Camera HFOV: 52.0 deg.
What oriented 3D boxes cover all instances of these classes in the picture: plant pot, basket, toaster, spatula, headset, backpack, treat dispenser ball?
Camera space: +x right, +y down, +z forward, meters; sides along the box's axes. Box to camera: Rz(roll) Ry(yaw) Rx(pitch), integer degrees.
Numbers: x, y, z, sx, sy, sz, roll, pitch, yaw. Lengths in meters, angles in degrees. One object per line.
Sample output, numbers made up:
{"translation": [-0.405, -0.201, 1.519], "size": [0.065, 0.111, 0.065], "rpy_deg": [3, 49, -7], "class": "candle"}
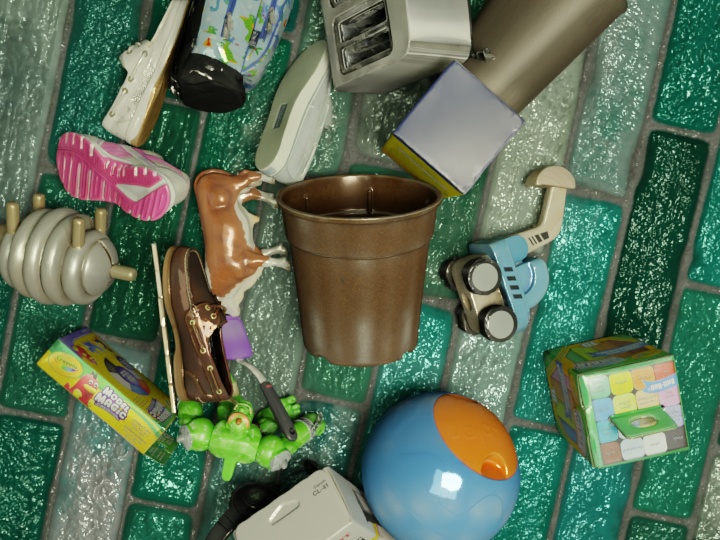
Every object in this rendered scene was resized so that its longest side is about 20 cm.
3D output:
{"translation": [0.000, 0.000, 0.918], "size": [0.200, 0.200, 0.199], "rpy_deg": [-2, 111, -2], "class": "plant pot"}
{"translation": [0.205, -0.293, 0.937], "size": [0.136, 0.180, 0.200], "rpy_deg": [32, 102, -37], "class": "basket"}
{"translation": [0.041, -0.320, 0.894], "size": [0.118, 0.200, 0.181], "rpy_deg": [-12, 95, -39], "class": "toaster"}
{"translation": [-0.135, 0.138, 0.954], "size": [0.200, 0.056, 0.021], "rpy_deg": [52, 120, 28], "class": "spatula"}
{"translation": [-0.121, 0.332, 0.973], "size": [0.094, 0.124, 0.200], "rpy_deg": [31, 64, 29], "class": "headset"}
{"translation": [-0.157, -0.310, 0.924], "size": [0.153, 0.163, 0.201], "rpy_deg": [4, 87, -11], "class": "backpack"}
{"translation": [0.101, 0.255, 0.939], "size": [0.200, 0.201, 0.202], "rpy_deg": [0, 94, -2], "class": "treat dispenser ball"}

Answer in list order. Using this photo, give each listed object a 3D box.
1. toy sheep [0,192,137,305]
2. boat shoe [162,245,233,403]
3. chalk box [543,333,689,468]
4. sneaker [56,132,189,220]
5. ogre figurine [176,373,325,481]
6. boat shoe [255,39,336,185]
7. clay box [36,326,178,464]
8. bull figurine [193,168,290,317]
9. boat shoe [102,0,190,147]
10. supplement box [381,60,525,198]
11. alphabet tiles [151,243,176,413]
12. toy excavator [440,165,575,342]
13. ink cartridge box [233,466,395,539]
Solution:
{"translation": [-0.378, -0.019, 0.937], "size": [0.199, 0.138, 0.138], "rpy_deg": [15, 93, 13], "class": "toy sheep"}
{"translation": [-0.197, 0.067, 0.922], "size": [0.070, 0.070, 0.201], "rpy_deg": [-3, 100, 19], "class": "boat shoe"}
{"translation": [0.328, 0.166, 0.943], "size": [0.124, 0.200, 0.124], "rpy_deg": [-11, 94, -2], "class": "chalk box"}
{"translation": [-0.307, -0.123, 0.962], "size": [0.200, 0.088, 0.082], "rpy_deg": [26, 110, 17], "class": "sneaker"}
{"translation": [-0.152, 0.204, 0.962], "size": [0.200, 0.120, 0.098], "rpy_deg": [32, 112, -8], "class": "ogre figurine"}
{"translation": [-0.073, -0.203, 0.970], "size": [0.071, 0.070, 0.201], "rpy_deg": [32, 71, -40], "class": "boat shoe"}
{"translation": [-0.310, 0.160, 0.959], "size": [0.200, 0.115, 0.048], "rpy_deg": [41, 90, -5], "class": "clay box"}
{"translation": [-0.161, -0.038, 0.978], "size": [0.121, 0.065, 0.201], "rpy_deg": [-10, 96, -6], "class": "bull figurine"}
{"translation": [-0.279, -0.264, 0.954], "size": [0.069, 0.071, 0.200], "rpy_deg": [24, 94, -4], "class": "boat shoe"}
{"translation": [0.106, -0.164, 0.912], "size": [0.109, 0.200, 0.109], "rpy_deg": [40, 92, -4], "class": "supplement box"}
{"translation": [-0.246, 0.069, 0.924], "size": [0.008, 0.167, 0.201], "rpy_deg": [-7, 88, -14], "class": "alphabet tiles"}
{"translation": [0.212, -0.022, 0.989], "size": [0.200, 0.100, 0.195], "rpy_deg": [-21, 96, -14], "class": "toy excavator"}
{"translation": [-0.045, 0.349, 0.942], "size": [0.147, 0.200, 0.086], "rpy_deg": [-36, 52, 2], "class": "ink cartridge box"}
